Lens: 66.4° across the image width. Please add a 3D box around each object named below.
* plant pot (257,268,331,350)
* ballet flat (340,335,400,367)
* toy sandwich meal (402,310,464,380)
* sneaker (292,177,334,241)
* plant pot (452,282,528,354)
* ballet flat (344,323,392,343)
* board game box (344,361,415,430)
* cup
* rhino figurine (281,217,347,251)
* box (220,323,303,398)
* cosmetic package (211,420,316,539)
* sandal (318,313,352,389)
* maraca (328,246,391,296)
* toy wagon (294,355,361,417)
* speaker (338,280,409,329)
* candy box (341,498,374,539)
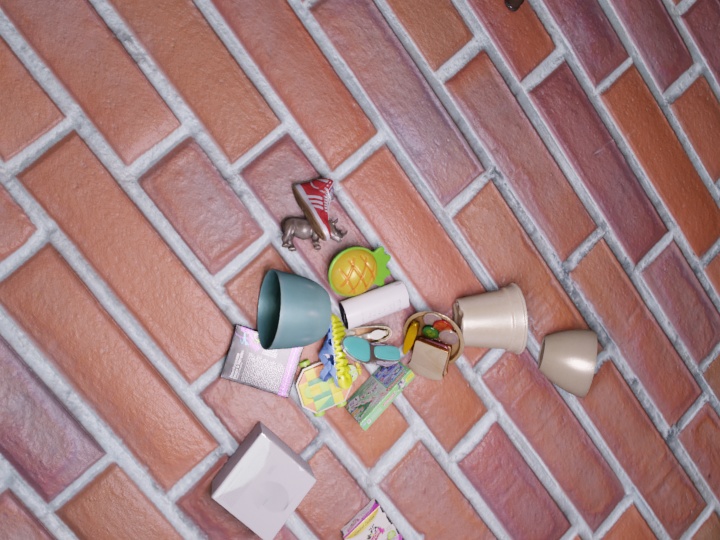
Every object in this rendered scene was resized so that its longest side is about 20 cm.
[{"bbox_3d":[-0.168,0.108,1.443,0.156,0.199,0.209,7,89,-26],"label":"plant pot"},{"bbox_3d":[0.019,0.230,1.515,0.195,0.071,0.075,15,86,-29],"label":"ballet flat"},{"bbox_3d":[0.199,0.212,1.558,0.206,0.203,0.071,48,37,-9],"label":"toy sandwich meal"},{"bbox_3d":[-0.098,-0.174,1.481,0.109,0.072,0.203,-22,58,-18],"label":"sneaker"},{"bbox_3d":[0.366,0.144,1.600,0.176,0.200,0.209,-3,91,-3],"label":"plant pot"},{"bbox_3d":[-0.002,0.184,1.551,0.193,0.062,0.070,-11,89,-15],"label":"ballet flat"},{"bbox_3d":[0.050,0.335,1.528,0.200,0.134,0.029,-44,113,-10],"label":"board game box"},{"bbox_3d":[0.619,0.267,1.671,0.138,0.200,0.208,11,87,11],"label":"cup"},{"bbox_3d":[-0.127,-0.107,1.515,0.192,0.060,0.091,-3,72,-17],"label":"rhino figurine"},{"bbox_3d":[-0.266,0.245,1.495,0.194,0.036,0.148,20,84,-16],"label":"box"},{"bbox_3d":[-0.257,0.553,1.453,0.200,0.123,0.201,43,80,-13],"label":"cosmetic package"},{"bbox_3d":[-0.079,0.221,1.491,0.084,0.079,0.208,-12,73,22],"label":"sandal"},{"bbox_3d":[0.000,0.000,1.530,0.194,0.107,0.142,-11,115,-25],"label":"maraca"},{"bbox_3d":[-0.084,0.308,1.542,0.194,0.039,0.161,-19,96,-14],"label":"toy wagon"},{"bbox_3d":[0.038,0.097,1.551,0.194,0.081,0.084,-19,95,-15],"label":"speaker"},{"bbox_3d":[0.052,0.781,1.571,0.135,0.061,0.203,-37,99,-11],"label":"candy box"}]
